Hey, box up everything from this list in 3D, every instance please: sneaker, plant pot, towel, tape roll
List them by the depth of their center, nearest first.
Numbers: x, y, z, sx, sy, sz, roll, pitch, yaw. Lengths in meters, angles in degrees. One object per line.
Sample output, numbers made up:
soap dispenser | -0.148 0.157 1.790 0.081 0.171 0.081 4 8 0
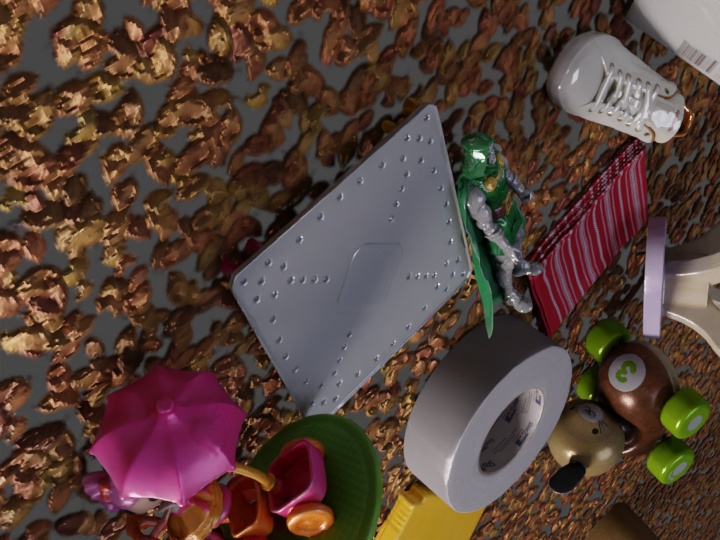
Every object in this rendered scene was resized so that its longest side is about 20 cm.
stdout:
sneaker | 0.245 -0.160 0.781 0.197 0.084 0.074 0 120 -47
tape roll | 0.136 0.150 0.910 0.198 0.066 0.204 -30 137 -32
towel | 0.249 -0.031 0.937 0.200 0.022 0.146 -47 144 -13
plant pot | 0.487 0.542 1.500 0.184 0.199 0.190 -28 136 -32

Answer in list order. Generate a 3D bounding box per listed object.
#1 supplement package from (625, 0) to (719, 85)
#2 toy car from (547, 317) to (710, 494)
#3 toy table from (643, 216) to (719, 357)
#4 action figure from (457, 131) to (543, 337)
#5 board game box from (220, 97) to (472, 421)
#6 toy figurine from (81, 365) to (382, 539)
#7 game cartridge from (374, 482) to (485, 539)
supplement package | 0.351 -0.275 0.717 0.202 0.151 0.151 -53 172 -3
toy car | 0.278 0.182 1.033 0.196 0.165 0.161 -20 133 -21
toy table | 0.391 0.015 1.009 0.200 0.114 0.189 31 64 -69
action figure | 0.117 -0.043 0.734 0.201 0.053 0.120 60 43 -50
board game box | 0.000 0.000 0.671 0.199 0.026 0.202 -43 142 -17
toy figurine | -0.113 0.144 0.595 0.198 0.152 0.184 -32 132 19
game cartridge | 0.059 0.333 0.994 0.175 0.032 0.204 15 102 -53
